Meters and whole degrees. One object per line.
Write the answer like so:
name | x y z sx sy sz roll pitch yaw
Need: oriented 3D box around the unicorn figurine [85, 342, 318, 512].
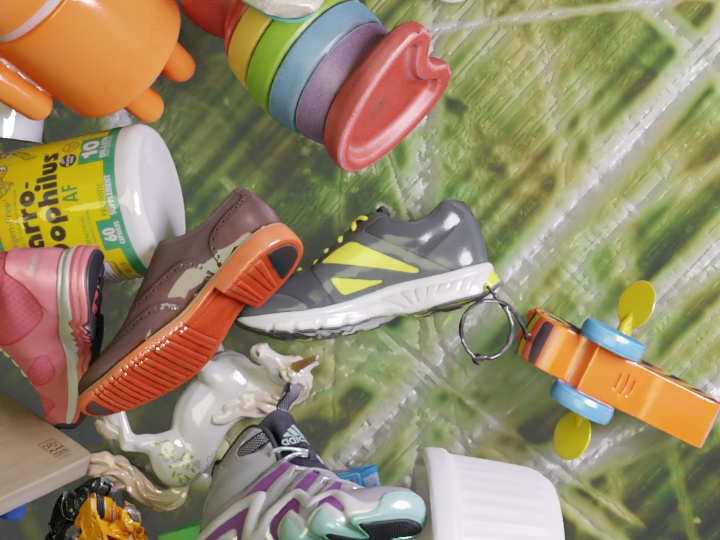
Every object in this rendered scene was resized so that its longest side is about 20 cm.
unicorn figurine | -0.118 0.095 1.523 0.137 0.074 0.201 34 113 10

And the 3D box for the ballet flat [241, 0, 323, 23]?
ballet flat | -0.089 -0.251 1.447 0.067 0.063 0.200 -22 49 -22

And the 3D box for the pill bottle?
pill bottle | -0.241 -0.037 1.521 0.199 0.113 0.114 -11 88 13

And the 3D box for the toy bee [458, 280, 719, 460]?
toy bee | 0.159 0.055 1.451 0.131 0.109 0.200 -43 106 1

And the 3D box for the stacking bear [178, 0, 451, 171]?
stacking bear | -0.050 -0.173 1.486 0.200 0.121 0.114 39 88 20

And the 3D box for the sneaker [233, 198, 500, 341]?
sneaker | 0.000 0.000 1.496 0.199 0.074 0.085 -11 82 3

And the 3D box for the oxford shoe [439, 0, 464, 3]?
oxford shoe | 0.085 -0.294 1.479 0.075 0.058 0.201 21 96 9

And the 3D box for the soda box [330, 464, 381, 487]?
soda box | -0.007 0.248 1.494 0.067 0.064 0.201 -11 87 12

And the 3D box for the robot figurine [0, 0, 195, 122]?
robot figurine | -0.210 -0.190 1.469 0.143 0.200 0.117 -28 42 29

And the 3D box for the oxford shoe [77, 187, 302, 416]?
oxford shoe | -0.133 0.025 1.463 0.200 0.071 0.073 -41 63 3

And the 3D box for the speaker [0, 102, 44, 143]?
speaker | -0.270 -0.197 1.544 0.081 0.081 0.201 7 91 12

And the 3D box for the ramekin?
ramekin | 0.085 0.224 1.411 0.094 0.202 0.204 1 90 -3

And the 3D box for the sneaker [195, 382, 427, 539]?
sneaker | -0.039 0.140 1.413 0.199 0.078 0.141 -19 54 33

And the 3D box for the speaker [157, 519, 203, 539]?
speaker | -0.088 0.282 1.502 0.088 0.088 0.201 -17 86 12

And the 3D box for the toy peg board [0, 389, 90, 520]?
toy peg board | -0.342 0.153 1.499 0.199 0.200 0.098 31 118 23

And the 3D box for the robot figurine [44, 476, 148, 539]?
robot figurine | -0.217 0.252 1.512 0.200 0.058 0.145 -51 40 17

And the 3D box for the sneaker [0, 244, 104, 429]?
sneaker | -0.235 0.042 1.493 0.086 0.201 0.074 9 52 -2
